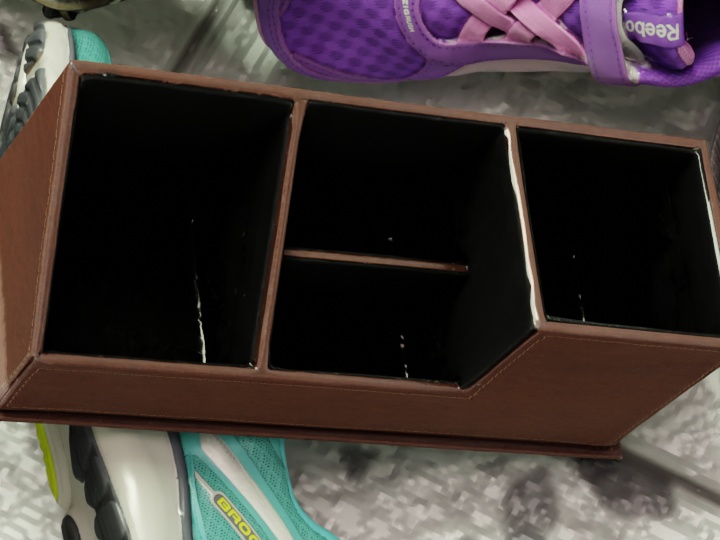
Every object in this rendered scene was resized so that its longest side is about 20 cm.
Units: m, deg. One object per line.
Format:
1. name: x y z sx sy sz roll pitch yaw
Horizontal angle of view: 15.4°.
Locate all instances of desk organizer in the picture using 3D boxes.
1. desk organizer: 0.000 0.000 0.731 0.199 0.077 0.072 5 63 -26

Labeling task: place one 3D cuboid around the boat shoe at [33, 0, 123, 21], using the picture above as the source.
1. boat shoe: -0.092 -0.104 0.804 0.199 0.069 0.057 15 75 39

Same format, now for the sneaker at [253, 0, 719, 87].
1. sneaker: 0.065 -0.088 0.791 0.199 0.081 0.089 -8 34 5

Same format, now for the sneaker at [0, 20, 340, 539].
1. sneaker: -0.060 0.020 0.780 0.079 0.078 0.201 -11 71 -24

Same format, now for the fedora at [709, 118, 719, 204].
1. fedora: 0.192 -0.025 0.777 0.176 0.090 0.201 11 66 5
